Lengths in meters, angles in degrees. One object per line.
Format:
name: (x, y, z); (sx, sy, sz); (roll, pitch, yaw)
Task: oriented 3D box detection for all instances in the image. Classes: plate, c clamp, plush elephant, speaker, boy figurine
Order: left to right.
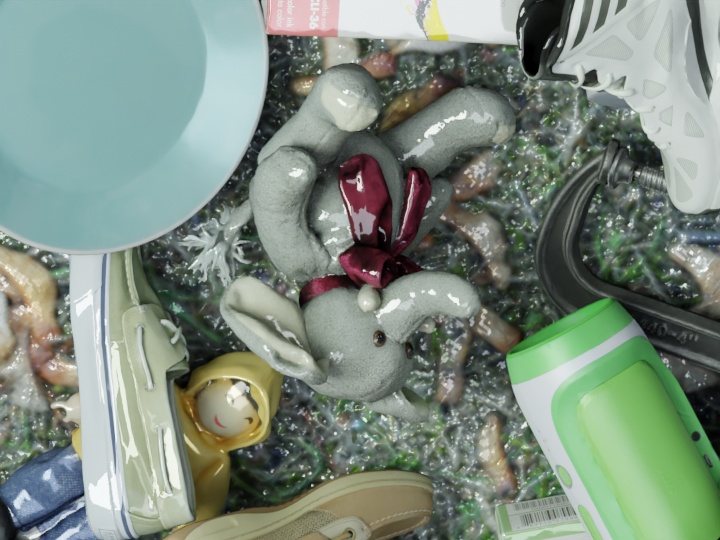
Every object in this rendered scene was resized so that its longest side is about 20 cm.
plate: (-0.144, -0.108, 1.479); (0.199, 0.026, 0.201); (-8, 109, -25)
boy figurine: (-0.125, 0.116, 1.593); (0.199, 0.064, 0.125); (-30, 99, 9)
plush elephant: (0.000, 0.000, 1.506); (0.200, 0.164, 0.155); (-35, 67, 24)
speaker: (0.162, 0.120, 1.568); (0.088, 0.088, 0.201); (-28, 93, 6)
c clamp: (0.202, -0.020, 1.558); (0.199, 0.027, 0.172); (14, 122, 11)

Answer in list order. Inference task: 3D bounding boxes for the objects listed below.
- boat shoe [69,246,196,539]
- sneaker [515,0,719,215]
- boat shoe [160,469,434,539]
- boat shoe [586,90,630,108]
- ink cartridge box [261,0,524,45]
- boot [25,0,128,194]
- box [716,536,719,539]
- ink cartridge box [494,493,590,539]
boat shoe: (-0.128, 0.053, 1.541); (0.062, 0.072, 0.201); (-6, 82, 3)
sneaker: (0.137, -0.106, 1.436); (0.115, 0.076, 0.201); (-19, 125, -12)
boat shoe: (-0.033, 0.167, 1.571); (0.199, 0.071, 0.065); (-13, 69, -36)
boat shoe: (0.222, -0.139, 1.534); (0.199, 0.074, 0.066); (-11, 79, 5)
ink cartridge box: (0.046, -0.167, 1.479); (0.199, 0.117, 0.068); (2, 108, -4)
boot: (-0.224, -0.119, 1.501); (0.199, 0.072, 0.156); (-2, 110, -10)
box: (0.296, 0.222, 1.501); (0.104, 0.148, 0.200); (-40, 121, -14)
ink cartridge box: (0.168, 0.231, 1.659); (0.145, 0.048, 0.201); (-10, 109, -1)
